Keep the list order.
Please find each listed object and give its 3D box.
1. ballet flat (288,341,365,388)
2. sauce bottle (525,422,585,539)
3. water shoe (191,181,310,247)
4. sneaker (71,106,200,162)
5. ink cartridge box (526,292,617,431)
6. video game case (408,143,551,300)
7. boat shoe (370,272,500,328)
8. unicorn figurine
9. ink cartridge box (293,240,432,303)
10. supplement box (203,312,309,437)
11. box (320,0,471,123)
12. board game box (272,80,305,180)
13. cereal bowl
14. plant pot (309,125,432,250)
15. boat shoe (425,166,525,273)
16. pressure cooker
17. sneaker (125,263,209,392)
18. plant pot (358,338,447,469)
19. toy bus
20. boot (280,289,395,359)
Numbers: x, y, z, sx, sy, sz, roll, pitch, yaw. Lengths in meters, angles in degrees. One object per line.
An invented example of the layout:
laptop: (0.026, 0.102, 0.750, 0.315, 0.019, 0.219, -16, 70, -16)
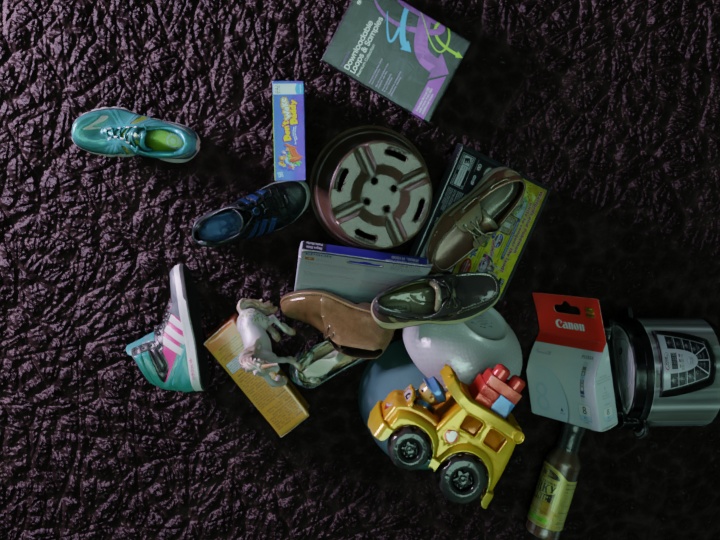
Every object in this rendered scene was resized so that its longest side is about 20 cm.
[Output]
ballet flat: (-0.025, 0.131, 1.407, 0.199, 0.074, 0.075, -34, 99, 1)
sauce bottle: (0.333, 0.351, 1.467, 0.064, 0.065, 0.203, 14, 95, -6)
water shoe: (-0.168, -0.082, 1.360, 0.198, 0.079, 0.072, -25, 99, 0)
sneaker: (-0.345, -0.209, 1.330, 0.197, 0.080, 0.079, 4, 98, -4)
ink cartridge box: (0.326, 0.143, 1.386, 0.047, 0.159, 0.203, -16, 100, -27)
video game case: (0.191, -0.075, 1.394, 0.179, 0.025, 0.202, 22, 96, -21)
boat shoe: (0.113, 0.043, 1.270, 0.197, 0.065, 0.074, -14, 77, -4)
unicorn figurine: (-0.146, 0.120, 1.326, 0.074, 0.200, 0.137, -48, 139, 11)
ink cartridge box: (0.000, 0.000, 1.329, 0.196, 0.200, 0.041, 8, 69, -6)
supplement box: (-0.165, 0.169, 1.403, 0.069, 0.067, 0.201, -39, 98, 2)
box: (0.055, -0.343, 1.363, 0.198, 0.036, 0.144, 28, 95, -6)
board game box: (-0.104, -0.205, 1.287, 0.044, 0.200, 0.137, -1, 98, -3)
cereal bowl: (0.169, 0.105, 1.345, 0.198, 0.201, 0.084, 25, 124, -7)
plant pot: (0.023, -0.118, 1.310, 0.197, 0.198, 0.204, -1, 99, -5)
boat shoe: (0.177, -0.078, 1.335, 0.076, 0.072, 0.201, 40, 89, -22)
pressure cooker: (0.469, 0.165, 1.394, 0.196, 0.176, 0.181, 1, 115, -3)
sneaker: (-0.313, 0.097, 1.378, 0.119, 0.084, 0.203, -9, 84, 5)
plant pot: (0.100, 0.221, 1.382, 0.197, 0.161, 0.204, -1, 97, -4)
toy bus: (0.135, 0.203, 1.226, 0.198, 0.136, 0.193, 31, 99, -6)
boot: (-0.044, 0.084, 1.364, 0.197, 0.074, 0.076, 12, 60, 19)
